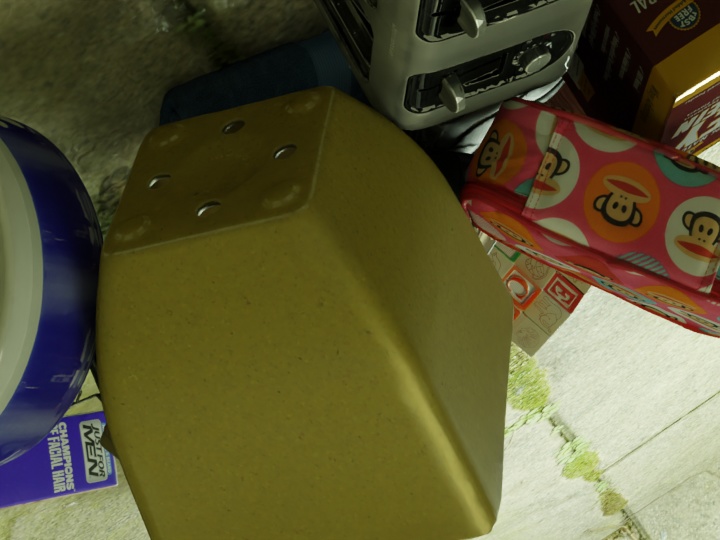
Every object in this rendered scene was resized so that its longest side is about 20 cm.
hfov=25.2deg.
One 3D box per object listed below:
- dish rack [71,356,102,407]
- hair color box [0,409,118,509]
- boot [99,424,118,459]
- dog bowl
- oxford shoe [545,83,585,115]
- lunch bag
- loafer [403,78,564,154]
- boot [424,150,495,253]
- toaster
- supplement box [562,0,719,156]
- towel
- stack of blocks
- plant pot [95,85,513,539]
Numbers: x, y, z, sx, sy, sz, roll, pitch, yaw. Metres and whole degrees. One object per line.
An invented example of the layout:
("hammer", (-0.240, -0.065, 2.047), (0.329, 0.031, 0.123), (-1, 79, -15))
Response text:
("dish rack", (-0.248, 0.042, 0.980), (0.199, 0.155, 0.055), (-24, 180, -18))
("hair color box", (-0.289, 0.148, 1.182), (0.109, 0.065, 0.199), (-12, 177, 42))
("boot", (-0.081, 0.034, 1.073), (0.175, 0.066, 0.202), (4, 110, -62))
("dog bowl", (-0.234, 0.009, 0.856), (0.200, 0.201, 0.079), (-41, 158, 19))
("oxford shoe", (0.114, -0.101, 1.208), (0.200, 0.071, 0.075), (-36, 179, -43))
("lunch bag", (0.159, -0.028, 0.968), (0.176, 0.199, 0.083), (43, 72, -84))
("loafer", (0.098, -0.144, 1.099), (0.201, 0.072, 0.072), (-53, 164, -17))
("boot", (0.000, 0.000, 1.044), (0.150, 0.073, 0.201), (15, 113, -42))
("toaster", (0.034, -0.196, 0.839), (0.118, 0.201, 0.181), (-25, 164, -12))
("supplement box", (0.176, -0.186, 0.964), (0.132, 0.201, 0.197), (-32, 168, -3))
("towel", (-0.038, -0.110, 1.072), (0.199, 0.049, 0.112), (-24, 155, -21))
("stack of blocks", (0.143, -0.036, 1.273), (0.059, 0.115, 0.200), (-52, 177, 42))
("plant pot", (-0.041, 0.019, 0.876), (0.194, 0.195, 0.201), (-12, 126, 18))
